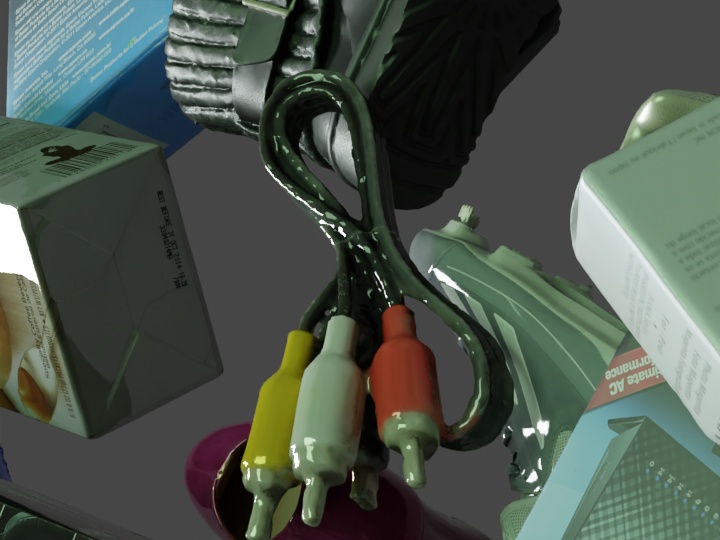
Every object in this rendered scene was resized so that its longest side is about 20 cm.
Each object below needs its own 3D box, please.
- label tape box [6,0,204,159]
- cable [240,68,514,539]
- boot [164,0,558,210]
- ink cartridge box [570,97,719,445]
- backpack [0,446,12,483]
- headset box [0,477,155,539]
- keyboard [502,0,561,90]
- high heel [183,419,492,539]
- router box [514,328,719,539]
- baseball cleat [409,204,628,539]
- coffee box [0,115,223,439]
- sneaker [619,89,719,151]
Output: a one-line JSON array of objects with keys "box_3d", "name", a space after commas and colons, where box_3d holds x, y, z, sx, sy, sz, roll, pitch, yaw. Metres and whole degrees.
[{"box_3d": [-0.113, -0.150, 1.210, 0.144, 0.063, 0.200, -35, 46, 38], "name": "label tape box"}, {"box_3d": [0.000, 0.000, 0.864, 0.097, 0.050, 0.201, -19, 57, 24], "name": "cable"}, {"box_3d": [0.009, -0.137, 1.002, 0.158, 0.079, 0.211, 32, 91, 51], "name": "boot"}, {"box_3d": [0.177, 0.017, 0.673, 0.162, 0.057, 0.200, -27, 63, -12], "name": "ink cartridge box"}, {"box_3d": [-0.251, 0.153, 1.136, 0.200, 0.162, 0.168, -44, 38, 14], "name": "backpack"}, {"box_3d": [-0.164, 0.118, 0.968, 0.199, 0.149, 0.077, 21, 85, 13], "name": "headset box"}, {"box_3d": [0.018, -0.129, 1.066, 0.127, 0.021, 0.200, -47, 39, 25], "name": "keyboard"}, {"box_3d": [-0.036, 0.083, 0.946, 0.200, 0.096, 0.068, 8, 77, 54], "name": "high heel"}, {"box_3d": [0.127, 0.125, 0.701, 0.200, 0.062, 0.150, 32, 97, 40], "name": "router box"}, {"box_3d": [0.062, 0.050, 0.861, 0.200, 0.070, 0.107, 34, 98, 55], "name": "baseball cleat"}, {"box_3d": [-0.162, -0.004, 1.121, 0.200, 0.080, 0.115, 12, 122, 51], "name": "coffee box"}, {"box_3d": [0.144, 0.001, 0.766, 0.200, 0.088, 0.082, 36, 100, 54], "name": "sneaker"}]
